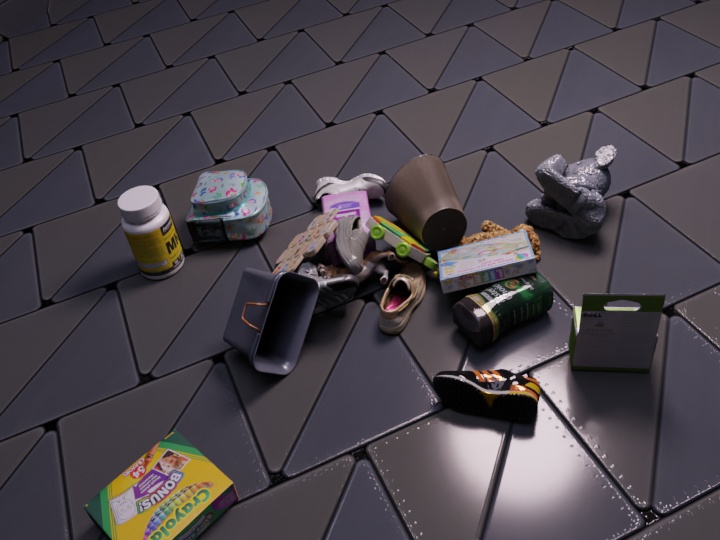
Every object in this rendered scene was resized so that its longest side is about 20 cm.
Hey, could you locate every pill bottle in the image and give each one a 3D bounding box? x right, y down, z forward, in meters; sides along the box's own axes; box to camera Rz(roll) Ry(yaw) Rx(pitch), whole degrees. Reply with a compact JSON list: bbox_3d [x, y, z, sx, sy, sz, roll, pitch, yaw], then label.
[{"bbox_3d":[-0.492,-0.089,1.690,0.112,0.202,0.115,-5,42,4],"label":"pill bottle"}]

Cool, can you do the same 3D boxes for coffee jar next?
[{"bbox_3d":[0.289,0.073,1.470,0.198,0.086,0.104,-27,44,-19],"label":"coffee jar"}]

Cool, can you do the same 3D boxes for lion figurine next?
[{"bbox_3d":[0.000,0.000,1.594,0.197,0.074,0.123,-19,20,-7],"label":"lion figurine"}]

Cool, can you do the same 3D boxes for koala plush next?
[{"bbox_3d":[0.515,-0.188,1.670,0.183,0.179,0.200,34,55,24],"label":"koala plush"}]

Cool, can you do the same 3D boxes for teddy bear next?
[{"bbox_3d":[0.307,-0.056,1.623,0.196,0.067,0.146,3,45,14],"label":"teddy bear"}]

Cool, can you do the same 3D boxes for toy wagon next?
[{"bbox_3d":[0.103,-0.055,1.605,0.199,0.040,0.155,34,11,13],"label":"toy wagon"}]

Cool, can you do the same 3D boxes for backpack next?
[{"bbox_3d":[-0.321,-0.159,1.789,0.196,0.152,0.179,2,41,4],"label":"backpack"}]

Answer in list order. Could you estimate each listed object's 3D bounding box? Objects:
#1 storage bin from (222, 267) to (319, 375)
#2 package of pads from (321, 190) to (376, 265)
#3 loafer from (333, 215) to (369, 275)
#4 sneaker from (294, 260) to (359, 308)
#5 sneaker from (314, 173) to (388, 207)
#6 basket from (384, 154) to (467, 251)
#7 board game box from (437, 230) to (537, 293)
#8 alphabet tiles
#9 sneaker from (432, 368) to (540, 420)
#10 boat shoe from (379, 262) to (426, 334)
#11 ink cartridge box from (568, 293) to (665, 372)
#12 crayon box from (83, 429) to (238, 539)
[{"bbox_3d":[-0.197,0.090,1.453,0.133,0.145,0.203,16,89,39],"label":"storage bin"},{"bbox_3d":[-0.030,-0.107,1.729,0.118,0.076,0.202,-10,42,2],"label":"package of pads"},{"bbox_3d":[-0.016,-0.062,1.553,0.069,0.070,0.201,-26,34,8],"label":"loafer"},{"bbox_3d":[-0.090,0.018,1.538,0.198,0.075,0.117,-23,49,29],"label":"sneaker"},{"bbox_3d":[-0.025,-0.193,1.833,0.196,0.074,0.081,-4,44,18],"label":"sneaker"},{"bbox_3d":[0.158,-0.146,1.670,0.181,0.135,0.201,-48,36,18],"label":"basket"},{"bbox_3d":[0.264,-0.020,1.523,0.197,0.035,0.135,-13,25,11],"label":"board game box"},{"bbox_3d":[-0.124,-0.060,1.640,0.199,0.015,0.197,-15,35,57],"label":"alphabet tiles"},{"bbox_3d":[0.236,0.217,1.344,0.197,0.071,0.090,9,30,19],"label":"sneaker"},{"bbox_3d":[0.092,0.044,1.545,0.072,0.070,0.201,8,44,18],"label":"boat shoe"},{"bbox_3d":[0.469,0.093,1.330,0.145,0.202,0.076,1,42,10],"label":"ink cartridge box"},{"bbox_3d":[-0.340,0.397,1.237,0.171,0.059,0.199,28,53,34],"label":"crayon box"}]
